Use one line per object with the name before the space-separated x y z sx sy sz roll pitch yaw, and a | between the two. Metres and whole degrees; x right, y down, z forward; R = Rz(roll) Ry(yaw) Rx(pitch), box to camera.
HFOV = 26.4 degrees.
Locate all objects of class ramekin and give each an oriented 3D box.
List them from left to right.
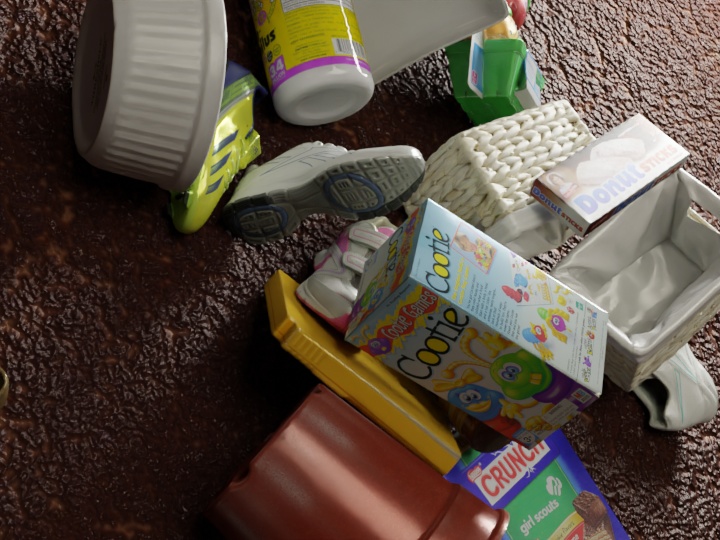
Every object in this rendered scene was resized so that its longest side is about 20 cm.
ramekin | -0.192 -0.173 1.359 0.094 0.202 0.203 5 63 -23

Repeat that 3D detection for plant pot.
plant pot | -0.013 0.212 1.291 0.195 0.201 0.201 43 47 1

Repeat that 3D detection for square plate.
square plate | 0.039 -0.307 1.622 0.028 0.200 0.198 15 53 -66

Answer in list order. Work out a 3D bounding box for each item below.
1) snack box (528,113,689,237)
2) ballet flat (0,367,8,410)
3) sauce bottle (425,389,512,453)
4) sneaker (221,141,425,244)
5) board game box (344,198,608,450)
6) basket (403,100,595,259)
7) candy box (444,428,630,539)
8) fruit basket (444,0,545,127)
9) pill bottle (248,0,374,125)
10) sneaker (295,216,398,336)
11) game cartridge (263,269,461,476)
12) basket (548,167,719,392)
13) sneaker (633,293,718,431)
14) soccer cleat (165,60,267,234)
snack box | 0.253 -0.098 1.548 0.072 0.024 0.200 42 45 17
ballet flat | -0.355 0.097 1.161 0.200 0.072 0.068 -2 67 -38
sauce bottle | 0.080 0.088 1.458 0.066 0.066 0.200 1 33 -37
sneaker | -0.036 -0.090 1.441 0.087 0.200 0.075 -83 156 -44
board game box | 0.103 0.049 1.333 0.200 0.103 0.105 32 42 -15
basket | 0.156 -0.082 1.602 0.200 0.136 0.123 -20 75 -42
candy box | 0.151 0.237 1.467 0.169 0.077 0.200 -28 83 -42
fruit basket | 0.158 -0.263 1.685 0.185 0.094 0.200 41 59 -66
pill bottle | -0.057 -0.256 1.563 0.104 0.104 0.200 2 65 -37
sneaker | 0.000 0.000 1.424 0.081 0.088 0.200 39 19 -14
game cartridge | -0.003 0.090 1.396 0.200 0.032 0.176 38 8 -13
basket | 0.304 0.012 1.618 0.200 0.123 0.136 -40 68 -18
sneaker | 0.320 0.083 1.688 0.080 0.070 0.200 -17 77 -37
soccer cleat | -0.130 -0.115 1.457 0.084 0.065 0.200 28 52 -25
